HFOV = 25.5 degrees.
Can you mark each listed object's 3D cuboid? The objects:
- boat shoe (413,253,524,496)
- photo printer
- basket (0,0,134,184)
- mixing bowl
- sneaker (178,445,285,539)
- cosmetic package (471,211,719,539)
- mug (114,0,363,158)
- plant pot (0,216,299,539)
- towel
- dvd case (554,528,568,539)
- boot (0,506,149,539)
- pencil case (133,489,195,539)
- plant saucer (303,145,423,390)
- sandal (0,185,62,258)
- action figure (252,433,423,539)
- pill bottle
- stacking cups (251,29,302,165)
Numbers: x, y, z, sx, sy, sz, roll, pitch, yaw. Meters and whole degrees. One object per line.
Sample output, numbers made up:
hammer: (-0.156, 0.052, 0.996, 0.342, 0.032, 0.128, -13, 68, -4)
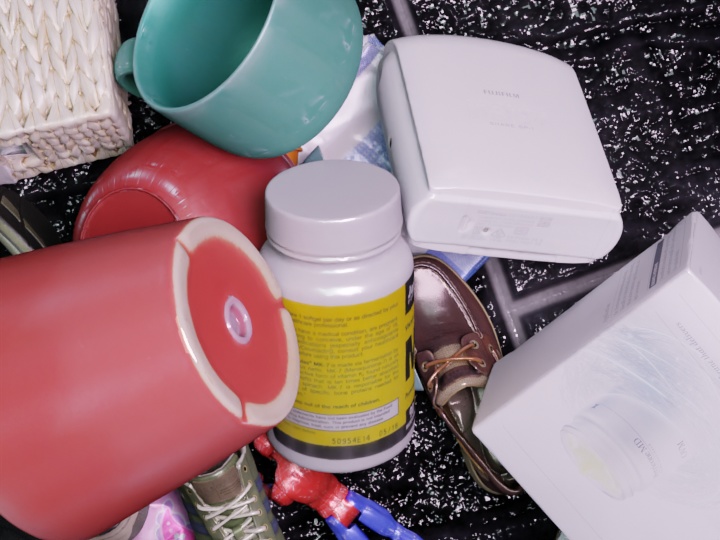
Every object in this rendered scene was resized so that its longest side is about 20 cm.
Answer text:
boat shoe: (0.080, 0.081, 1.224, 0.071, 0.072, 0.202, -21, 90, 1)
photo printer: (0.098, -0.100, 1.198, 0.165, 0.070, 0.201, 6, 44, -16)
basket: (-0.252, -0.183, 1.232, 0.122, 0.136, 0.202, -10, 81, -2)
mixing bowl: (-0.142, -0.016, 1.193, 0.198, 0.108, 0.203, 2, 95, 27)
sneaker: (-0.100, 0.171, 1.151, 0.067, 0.090, 0.202, -22, 65, -3)
cosmetic package: (0.221, 0.108, 1.133, 0.200, 0.123, 0.200, -40, 97, 25)
mug: (-0.080, -0.164, 1.150, 0.185, 0.114, 0.153, 34, 95, 49)
plant pot: (-0.149, 0.061, 1.049, 0.176, 0.200, 0.202, -22, 84, 24)
towel: (0.026, -0.073, 1.272, 0.200, 0.024, 0.147, 44, 88, 5)
dvd case: (0.256, 0.146, 1.248, 0.147, 0.016, 0.202, 21, 85, 4)
boot: (-0.270, 0.167, 1.165, 0.199, 0.150, 0.074, -14, 59, 36)
pencil case: (-0.122, 0.245, 1.220, 0.087, 0.087, 0.201, -38, 85, -2)
plant saucer: (0.000, 0.000, 1.227, 0.019, 0.070, 0.202, -24, 94, -1)
sandal: (-0.257, 0.007, 1.250, 0.057, 0.080, 0.202, -39, 85, 12)
action figure: (-0.014, 0.185, 1.236, 0.200, 0.099, 0.065, 44, 84, -17)
pill bottle: (-0.017, 0.032, 1.135, 0.113, 0.115, 0.202, -1, 119, 2)
stacking cups: (-0.068, -0.117, 1.236, 0.060, 0.061, 0.202, 3, 88, 2)
